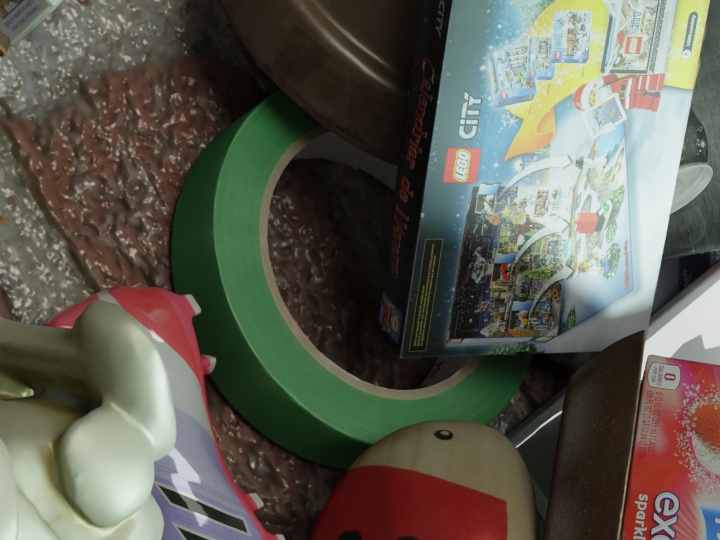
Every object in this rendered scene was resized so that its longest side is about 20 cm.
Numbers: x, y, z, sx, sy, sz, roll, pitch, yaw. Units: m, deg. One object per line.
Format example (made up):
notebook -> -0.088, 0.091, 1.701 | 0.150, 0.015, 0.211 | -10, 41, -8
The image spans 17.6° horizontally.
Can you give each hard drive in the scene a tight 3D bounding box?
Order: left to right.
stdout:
hard drive -> 0.183, 0.088, 1.262 | 0.200, 0.025, 0.132 | -37, 98, -20

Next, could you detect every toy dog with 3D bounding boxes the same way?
toy dog -> -0.185, 0.123, 0.989 | 0.200, 0.139, 0.195 | -42, 134, -39

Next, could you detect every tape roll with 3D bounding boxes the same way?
tape roll -> 0.000, 0.000, 1.197 | 0.199, 0.048, 0.202 | 12, 66, -30

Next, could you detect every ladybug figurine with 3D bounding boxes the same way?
ladybug figurine -> 0.015, 0.159, 1.088 | 0.072, 0.135, 0.201 | 28, 65, -33

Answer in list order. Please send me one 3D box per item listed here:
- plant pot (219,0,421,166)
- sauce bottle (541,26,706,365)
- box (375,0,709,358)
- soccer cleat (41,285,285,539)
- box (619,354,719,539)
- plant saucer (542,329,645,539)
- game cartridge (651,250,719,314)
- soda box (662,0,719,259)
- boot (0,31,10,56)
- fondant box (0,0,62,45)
plant pot -> 0.047, -0.176, 1.179 | 0.199, 0.175, 0.201 | 25, 38, -21
sauce bottle -> 0.130, -0.045, 1.222 | 0.064, 0.201, 0.065 | 8, 27, -4
box -> 0.088, -0.057, 1.133 | 0.136, 0.038, 0.201 | 0, 113, -21
soccer cleat -> -0.090, 0.103, 1.089 | 0.076, 0.067, 0.201 | -11, 77, -30
box -> 0.176, 0.152, 1.171 | 0.099, 0.096, 0.201 | 9, 80, 6
plant saucer -> 0.107, 0.126, 1.126 | 0.036, 0.201, 0.202 | 9, 63, 6
game cartridge -> 0.192, -0.011, 1.340 | 0.133, 0.041, 0.201 | 20, 62, -31
soda box -> 0.177, -0.113, 1.254 | 0.063, 0.070, 0.201 | -44, 123, -69
boot -> -0.258, -0.101, 1.059 | 0.199, 0.073, 0.076 | 8, 87, -27
fondant box -> -0.190, -0.233, 1.150 | 0.200, 0.058, 0.144 | 46, 54, -10
